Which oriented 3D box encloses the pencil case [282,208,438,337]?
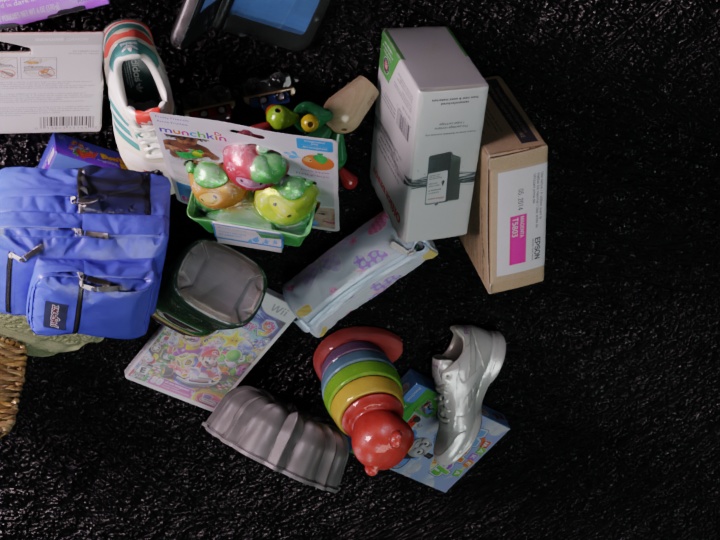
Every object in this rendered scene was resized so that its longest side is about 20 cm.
[{"bbox_3d":[0.000,0.000,1.462,0.200,0.091,0.083,-35,130,11],"label":"pencil case"}]

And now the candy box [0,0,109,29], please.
[{"bbox_3d":[-0.343,-0.333,1.096,0.167,0.072,0.200,-15,130,-6],"label":"candy box"}]

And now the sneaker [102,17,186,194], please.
[{"bbox_3d":[-0.225,-0.155,1.220,0.070,0.093,0.200,-13,122,-7],"label":"sneaker"}]

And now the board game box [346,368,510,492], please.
[{"bbox_3d":[0.099,0.238,1.718,0.200,0.037,0.151,28,114,-35],"label":"board game box"}]

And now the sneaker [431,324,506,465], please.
[{"bbox_3d":[0.128,0.168,1.628,0.099,0.075,0.200,20,88,-22],"label":"sneaker"}]

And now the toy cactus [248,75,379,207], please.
[{"bbox_3d":[-0.041,-0.148,1.323,0.165,0.102,0.200,-48,142,-5],"label":"toy cactus"}]

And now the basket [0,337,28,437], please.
[{"bbox_3d":[-0.506,0.143,1.342,0.200,0.143,0.149,24,142,-33],"label":"basket"}]

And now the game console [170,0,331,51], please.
[{"bbox_3d":[-0.085,-0.307,1.180,0.116,0.176,0.200,27,118,-2],"label":"game console"}]

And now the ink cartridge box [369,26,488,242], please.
[{"bbox_3d":[0.073,-0.153,1.330,0.083,0.147,0.200,-6,130,-15],"label":"ink cartridge box"}]

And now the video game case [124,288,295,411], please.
[{"bbox_3d":[-0.190,0.090,1.517,0.143,0.018,0.200,27,114,-33],"label":"video game case"}]

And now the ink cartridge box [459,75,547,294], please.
[{"bbox_3d":[0.158,-0.101,1.386,0.075,0.165,0.200,-12,130,-9],"label":"ink cartridge box"}]

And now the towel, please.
[{"bbox_3d":[-0.411,0.053,1.358,0.200,0.037,0.148,27,148,-35],"label":"towel"}]

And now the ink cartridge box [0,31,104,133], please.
[{"bbox_3d":[-0.358,-0.199,1.169,0.200,0.045,0.176,-4,154,-17],"label":"ink cartridge box"}]

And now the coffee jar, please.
[{"bbox_3d":[-0.184,0.024,1.348,0.104,0.200,0.085,30,73,-16],"label":"coffee jar"}]

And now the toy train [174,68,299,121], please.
[{"bbox_3d":[-0.163,-0.182,1.295,0.200,0.034,0.046,-14,111,-7],"label":"toy train"}]

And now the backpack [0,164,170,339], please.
[{"bbox_3d":[-0.306,-0.021,1.225,0.200,0.168,0.163,7,135,-14],"label":"backpack"}]

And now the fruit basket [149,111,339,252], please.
[{"bbox_3d":[-0.113,-0.092,1.197,0.185,0.094,0.200,9,163,3],"label":"fruit basket"}]

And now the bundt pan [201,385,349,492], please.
[{"bbox_3d":[-0.102,0.213,1.542,0.202,0.202,0.076,27,86,-33],"label":"bundt pan"}]

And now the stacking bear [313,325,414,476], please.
[{"bbox_3d":[0.012,0.176,1.532,0.114,0.200,0.121,28,114,-34],"label":"stacking bear"}]

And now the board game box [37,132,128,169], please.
[{"bbox_3d":[-0.323,-0.047,1.346,0.134,0.045,0.200,17,120,-29],"label":"board game box"}]
